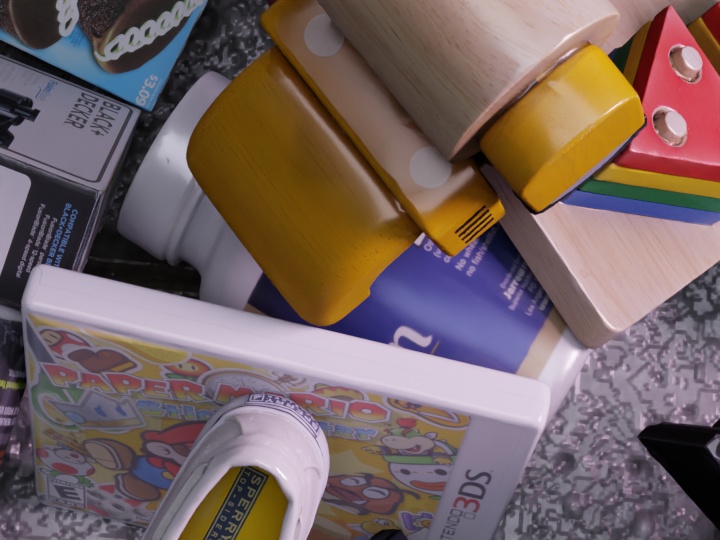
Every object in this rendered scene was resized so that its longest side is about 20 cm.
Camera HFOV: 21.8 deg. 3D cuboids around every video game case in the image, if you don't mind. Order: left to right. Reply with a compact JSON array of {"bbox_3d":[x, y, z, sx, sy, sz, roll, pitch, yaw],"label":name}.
[{"bbox_3d":[-0.037,0.073,0.759,0.198,0.183,0.023,13,59,0],"label":"video game case"}]

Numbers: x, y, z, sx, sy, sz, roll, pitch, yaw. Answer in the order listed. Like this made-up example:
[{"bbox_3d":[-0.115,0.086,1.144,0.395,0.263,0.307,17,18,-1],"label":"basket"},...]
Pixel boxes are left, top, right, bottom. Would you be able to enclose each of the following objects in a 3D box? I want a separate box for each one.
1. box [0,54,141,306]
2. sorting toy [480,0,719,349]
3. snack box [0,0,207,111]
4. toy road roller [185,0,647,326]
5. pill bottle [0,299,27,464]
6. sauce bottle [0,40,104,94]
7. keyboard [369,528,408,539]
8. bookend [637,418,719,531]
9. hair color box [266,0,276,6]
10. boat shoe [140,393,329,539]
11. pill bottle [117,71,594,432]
[{"bbox_3d":[-0.196,-0.060,0.759,0.198,0.117,0.061,22,110,-6],"label":"box"},{"bbox_3d":[0.116,-0.102,0.789,0.198,0.070,0.201,-30,85,-41],"label":"sorting toy"},{"bbox_3d":[-0.096,-0.182,0.784,0.115,0.037,0.201,24,100,-22],"label":"snack box"},{"bbox_3d":[0.009,-0.056,0.643,0.146,0.200,0.123,-40,82,4],"label":"toy road roller"},{"bbox_3d":[-0.205,0.099,0.742,0.105,0.106,0.202,17,87,1],"label":"pill bottle"},{"bbox_3d":[-0.210,-0.114,0.837,0.199,0.066,0.066,27,82,-3],"label":"sauce bottle"},{"bbox_3d":[0.058,0.186,0.761,0.201,0.039,0.104,57,41,-24],"label":"keyboard"},{"bbox_3d":[0.248,0.070,0.696,0.200,0.092,0.199,-42,92,-7],"label":"bookend"},{"bbox_3d":[-0.018,-0.199,0.856,0.101,0.061,0.202,-21,84,-5],"label":"hair color box"},{"bbox_3d":[-0.066,0.148,0.679,0.074,0.086,0.203,26,104,-2],"label":"boat shoe"},{"bbox_3d":[0.000,0.000,0.802,0.199,0.111,0.112,31,82,3],"label":"pill bottle"}]
